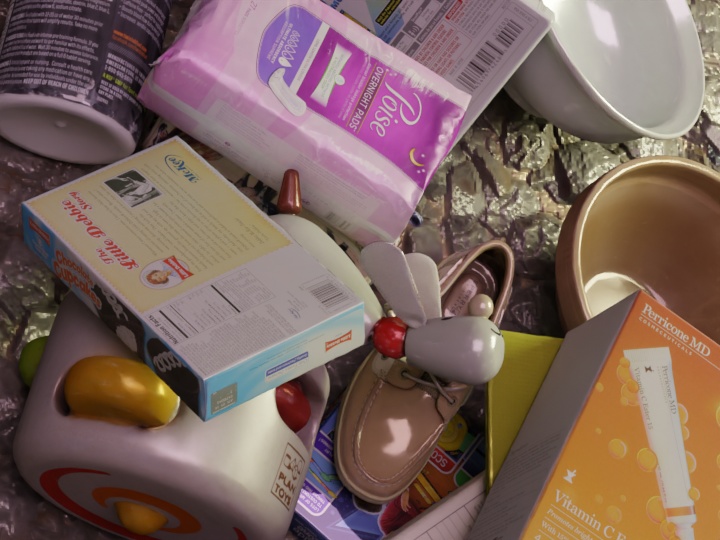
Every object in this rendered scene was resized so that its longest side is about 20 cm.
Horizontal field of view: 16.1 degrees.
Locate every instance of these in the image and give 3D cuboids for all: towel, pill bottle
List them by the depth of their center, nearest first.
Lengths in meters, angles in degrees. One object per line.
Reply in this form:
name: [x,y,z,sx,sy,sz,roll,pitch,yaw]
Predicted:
towel: [0.118,0.139,1.645,0.086,0.018,0.201,9,68,-23]
pill bottle: [-0.179,-0.181,1.701,0.106,0.106,0.200,18,69,-15]

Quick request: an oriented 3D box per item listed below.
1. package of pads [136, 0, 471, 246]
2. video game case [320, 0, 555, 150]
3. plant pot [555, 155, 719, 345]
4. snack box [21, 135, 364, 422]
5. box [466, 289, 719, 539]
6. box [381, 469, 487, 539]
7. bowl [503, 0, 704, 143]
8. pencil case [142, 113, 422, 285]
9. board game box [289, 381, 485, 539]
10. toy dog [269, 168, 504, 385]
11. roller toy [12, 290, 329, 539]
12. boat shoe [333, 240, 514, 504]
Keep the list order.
package of pads: [-0.037,-0.112,1.665,0.200,0.076,0.121,33,54,-9]
video game case: [0.002,-0.152,1.728,0.182,0.200,0.022,35,28,-8]
plant pot: [0.208,0.028,1.785,0.200,0.093,0.201,13,63,-27]
snack box: [-0.103,0.001,1.521,0.116,0.037,0.200,-25,47,-28]
box: [0.163,0.135,1.601,0.124,0.097,0.200,34,60,-11]
box: [0.089,0.182,1.671,0.200,0.078,0.095,-30,86,-26]
bowl: [0.151,-0.169,1.813,0.201,0.090,0.201,30,46,-37]
pencil case: [-0.057,-0.064,1.721,0.200,0.089,0.078,36,78,-7]
board game box: [0.047,0.169,1.722,0.200,0.034,0.135,42,64,-4]
toy dog: [0.000,0.000,1.602,0.200,0.132,0.097,18,89,-2]
roller toy: [-0.119,0.099,1.595,0.182,0.200,0.140,25,67,-19]
boat shoe: [0.046,0.064,1.699,0.072,0.065,0.200,35,63,-8]
